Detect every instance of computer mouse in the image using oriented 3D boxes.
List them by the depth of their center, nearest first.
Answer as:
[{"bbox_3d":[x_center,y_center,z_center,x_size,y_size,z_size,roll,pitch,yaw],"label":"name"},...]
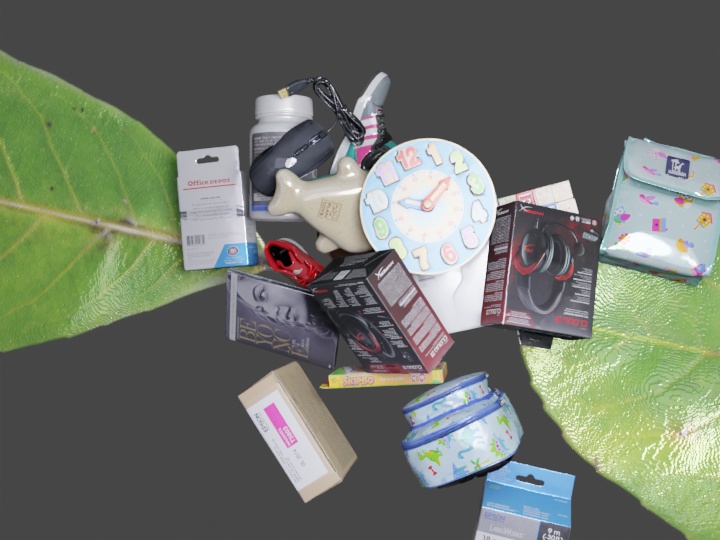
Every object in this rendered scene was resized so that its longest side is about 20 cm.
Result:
[{"bbox_3d":[-0.100,-0.215,1.325,0.200,0.046,0.141,-33,96,-6],"label":"computer mouse"}]

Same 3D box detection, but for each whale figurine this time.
[{"bbox_3d":[-0.042,-0.106,1.327,0.199,0.104,0.159,11,111,-10],"label":"whale figurine"}]

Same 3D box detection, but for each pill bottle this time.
[{"bbox_3d":[-0.127,-0.182,1.403,0.113,0.114,0.201,1,91,10],"label":"pill bottle"}]

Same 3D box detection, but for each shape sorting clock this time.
[{"bbox_3d":[0.098,-0.094,1.243,0.199,0.039,0.201,0,86,7],"label":"shape sorting clock"}]

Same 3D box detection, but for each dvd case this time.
[{"bbox_3d":[-0.130,0.082,1.414,0.199,0.016,0.149,16,128,10],"label":"dvd case"}]

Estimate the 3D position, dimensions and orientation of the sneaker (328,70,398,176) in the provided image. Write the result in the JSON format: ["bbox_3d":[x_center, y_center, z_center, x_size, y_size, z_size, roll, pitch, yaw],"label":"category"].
[{"bbox_3d":[0.037,-0.214,1.389,0.121,0.084,0.200,24,97,11],"label":"sneaker"}]

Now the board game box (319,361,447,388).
[{"bbox_3d":[0.038,0.170,1.385,0.199,0.096,0.030,-7,91,10],"label":"board game box"}]

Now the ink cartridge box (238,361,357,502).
[{"bbox_3d":[-0.097,0.255,1.375,0.075,0.165,0.200,-33,84,8],"label":"ink cartridge box"}]

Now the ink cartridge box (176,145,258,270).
[{"bbox_3d":[-0.243,-0.104,1.447,0.116,0.068,0.201,-4,90,10],"label":"ink cartridge box"}]

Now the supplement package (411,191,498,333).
[{"bbox_3d":[0.161,-0.008,1.355,0.155,0.111,0.201,-12,87,10],"label":"supplement package"}]

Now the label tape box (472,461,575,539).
[{"bbox_3d":[0.257,0.418,1.366,0.144,0.063,0.201,11,93,9],"label":"label tape box"}]

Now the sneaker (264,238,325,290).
[{"bbox_3d":[-0.082,0.020,1.395,0.200,0.116,0.078,32,95,8],"label":"sneaker"}]

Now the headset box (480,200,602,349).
[{"bbox_3d":[0.265,0.013,1.251,0.148,0.075,0.201,11,82,-17],"label":"headset box"}]

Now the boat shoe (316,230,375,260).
[{"bbox_3d":[0.003,-0.004,1.390,0.202,0.075,0.075,38,133,8],"label":"boat shoe"}]

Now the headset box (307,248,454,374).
[{"bbox_3d":[0.035,0.073,1.279,0.075,0.148,0.200,-46,112,-32],"label":"headset box"}]

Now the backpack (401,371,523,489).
[{"bbox_3d":[0.148,0.247,1.314,0.183,0.200,0.147,-26,86,10],"label":"backpack"}]

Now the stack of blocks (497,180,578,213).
[{"bbox_3d":[0.299,-0.031,1.357,0.115,0.059,0.201,-14,88,9],"label":"stack of blocks"}]

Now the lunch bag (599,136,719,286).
[{"bbox_3d":[0.463,-0.095,1.300,0.170,0.122,0.201,16,85,12],"label":"lunch bag"}]
